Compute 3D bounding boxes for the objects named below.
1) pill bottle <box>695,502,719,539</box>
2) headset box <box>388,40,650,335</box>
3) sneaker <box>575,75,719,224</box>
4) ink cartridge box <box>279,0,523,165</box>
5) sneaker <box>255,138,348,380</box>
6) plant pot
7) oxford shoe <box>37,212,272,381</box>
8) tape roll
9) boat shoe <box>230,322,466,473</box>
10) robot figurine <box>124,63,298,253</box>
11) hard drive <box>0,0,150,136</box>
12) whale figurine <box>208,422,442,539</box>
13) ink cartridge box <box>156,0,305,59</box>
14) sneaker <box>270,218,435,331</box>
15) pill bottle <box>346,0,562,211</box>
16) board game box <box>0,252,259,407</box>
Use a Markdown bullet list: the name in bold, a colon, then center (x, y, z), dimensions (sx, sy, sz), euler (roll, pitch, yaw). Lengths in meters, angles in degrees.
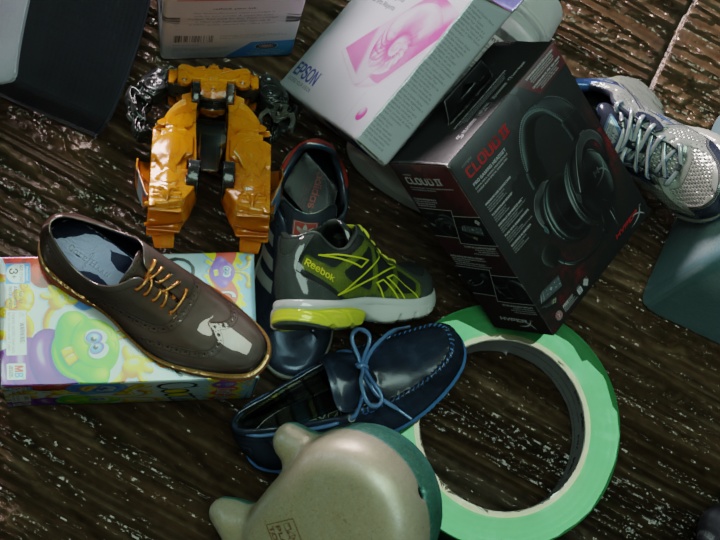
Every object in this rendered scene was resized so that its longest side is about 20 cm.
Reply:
- **pill bottle**: center (0.346, 0.223, 1.541), dimensions (0.198, 0.106, 0.107), euler (-22, 81, -11)
- **headset box**: center (0.125, -0.074, 1.506), dimensions (0.149, 0.077, 0.201), euler (-48, 122, -25)
- **sneaker**: center (0.229, -0.101, 1.560), dimensions (0.085, 0.200, 0.078), euler (9, 112, -37)
- **ink cartridge box**: center (0.037, -0.193, 1.528), dimensions (0.043, 0.196, 0.200), euler (39, 90, -27)
- **sneaker**: center (-0.049, -0.013, 1.549), dimensions (0.074, 0.085, 0.202), euler (5, 77, -7)
- **plant pot**: center (0.376, -0.036, 1.554), dimensions (0.194, 0.200, 0.198), euler (26, 75, -1)
- **oxford shoe**: center (-0.156, 0.021, 1.425), dimensions (0.199, 0.073, 0.072), euler (28, 75, -1)
- **tape roll**: center (0.112, 0.130, 1.559), dimensions (0.198, 0.048, 0.203), euler (2, 78, -7)
- **boat shoe**: center (-0.010, 0.101, 1.499), dimensions (0.199, 0.069, 0.084), euler (-33, 50, 7)
- **robot figurine**: center (-0.122, -0.098, 1.534), dimensions (0.143, 0.059, 0.201), euler (4, 39, -6)
- **hard drive**: center (-0.232, -0.225, 1.559), dimensions (0.134, 0.042, 0.202), euler (23, 75, -40)
- **whale figurine**: center (-0.023, 0.189, 1.482), dimensions (0.104, 0.199, 0.160), euler (-26, 94, -54)
- **ink cartridge box**: center (-0.105, -0.237, 1.532), dimensions (0.115, 0.200, 0.067), euler (-2, 77, -8)
- **sneaker**: center (0.000, 0.000, 1.506), dimensions (0.074, 0.199, 0.086), euler (0, 95, 30)
- **pill bottle**: center (0.082, -0.156, 1.585), dimensions (0.113, 0.114, 0.201), euler (31, 75, 0)
- **board game box**: center (-0.184, 0.047, 1.508), dimensions (0.198, 0.103, 0.106), euler (-2, 78, -8)
